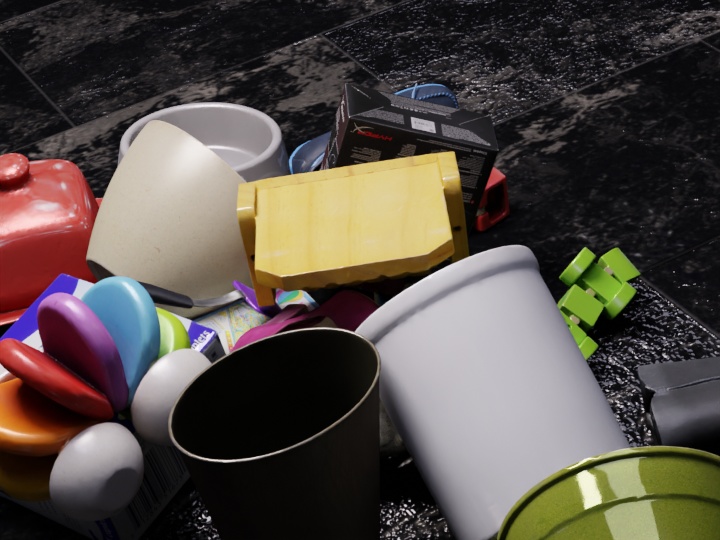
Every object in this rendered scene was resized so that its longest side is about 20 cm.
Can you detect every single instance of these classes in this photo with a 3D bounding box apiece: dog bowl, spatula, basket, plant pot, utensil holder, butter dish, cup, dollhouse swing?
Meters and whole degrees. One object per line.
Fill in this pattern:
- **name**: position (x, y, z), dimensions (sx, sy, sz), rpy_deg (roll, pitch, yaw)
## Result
- **dog bowl**: position (-0.172, -0.120, 2.040), dimensions (0.199, 0.059, 0.200), rpy_deg (-2, 31, 1)
- **spatula**: position (-0.142, 0.026, 1.722), dimensions (0.200, 0.021, 0.057), rpy_deg (7, 28, -40)
- **basket**: position (-0.053, 0.174, 1.485), dimensions (0.180, 0.201, 0.136), rpy_deg (-30, 39, -29)
- **plant pot**: position (0.208, 0.263, 1.330), dimensions (0.200, 0.201, 0.193), rpy_deg (-8, 47, 1)
- **utensil holder**: position (0.110, 0.108, 1.507), dimensions (0.170, 0.170, 0.200), rpy_deg (-23, 74, -19)
- **butter dish**: position (-0.345, -0.051, 1.924), dimensions (0.199, 0.148, 0.200), rpy_deg (-14, 34, -7)
- **cup**: position (-0.183, -0.026, 1.837), dimensions (0.200, 0.200, 0.143), rpy_deg (27, 68, 41)
- **dollhouse swing**: position (0.000, 0.000, 1.671), dimensions (0.199, 0.182, 0.176), rpy_deg (-9, 45, 1)

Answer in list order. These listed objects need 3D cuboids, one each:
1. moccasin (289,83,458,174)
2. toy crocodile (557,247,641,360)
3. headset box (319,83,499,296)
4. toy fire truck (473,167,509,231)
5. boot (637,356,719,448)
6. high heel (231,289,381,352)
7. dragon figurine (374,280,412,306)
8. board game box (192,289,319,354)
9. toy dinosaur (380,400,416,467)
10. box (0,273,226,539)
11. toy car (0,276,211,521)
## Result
- **moccasin**: position (0.023, -0.133, 2.027), dimensions (0.200, 0.081, 0.068), rpy_deg (-31, 23, -8)
- **toy crocodile**: position (0.197, 0.044, 1.740), dimensions (0.067, 0.062, 0.200), rpy_deg (39, 54, 4)
- **headset box**: position (0.031, -0.063, 1.802), dimensions (0.148, 0.200, 0.077), rpy_deg (11, 32, -10)
- **toy fire truck**: position (0.038, -0.067, 1.944), dimensions (0.200, 0.049, 0.141), rpy_deg (-24, 38, -20)
- **boot**: position (0.346, 0.122, 1.583), dimensions (0.199, 0.066, 0.165), rpy_deg (-7, 26, -2)
- **high heel**: position (-0.043, 0.071, 1.649), dimensions (0.096, 0.067, 0.200), rpy_deg (-44, 16, -26)
- **dragon figurine**: position (0.069, 0.040, 1.736), dimensions (0.099, 0.059, 0.200), rpy_deg (-7, 6, 34)
- **board game box**: position (-0.075, 0.090, 1.758), dimensions (0.134, 0.034, 0.200), rpy_deg (-23, 37, -19)
- **toy dinosaur**: position (0.006, 0.132, 1.614), dimensions (0.199, 0.077, 0.102), rpy_deg (8, 32, 2)
- **box**: position (-0.237, 0.122, 1.660), dimensions (0.200, 0.105, 0.184), rpy_deg (17, 53, 34)
- **toy car**: position (-0.226, 0.086, 1.505), dimensions (0.175, 0.150, 0.200), rpy_deg (29, 61, 37)
